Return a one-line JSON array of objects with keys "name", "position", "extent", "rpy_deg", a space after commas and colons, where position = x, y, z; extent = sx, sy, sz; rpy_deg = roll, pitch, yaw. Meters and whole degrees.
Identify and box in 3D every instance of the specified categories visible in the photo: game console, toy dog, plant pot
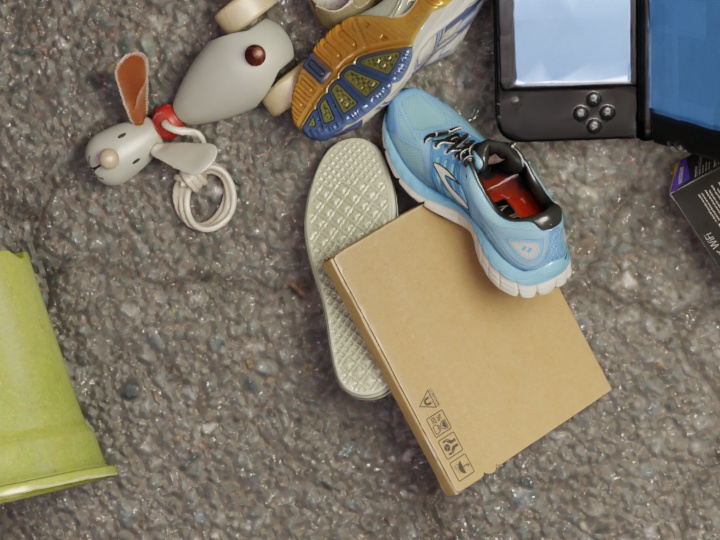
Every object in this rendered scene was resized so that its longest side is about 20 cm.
[{"name": "game console", "position": [0.179, -0.180, 1.570], "extent": [0.170, 0.119, 0.202], "rpy_deg": [-2, 106, 1]}, {"name": "toy dog", "position": [-0.120, -0.127, 1.689], "extent": [0.131, 0.096, 0.201], "rpy_deg": [35, 100, 0]}, {"name": "plant pot", "position": [-0.300, 0.087, 1.703], "extent": [0.198, 0.200, 0.186], "rpy_deg": [-13, 85, 7]}]

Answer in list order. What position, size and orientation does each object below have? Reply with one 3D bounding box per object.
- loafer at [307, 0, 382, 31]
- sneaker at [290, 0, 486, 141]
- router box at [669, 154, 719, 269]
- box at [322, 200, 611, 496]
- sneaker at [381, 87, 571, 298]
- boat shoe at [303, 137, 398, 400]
[{"name": "loafer", "position": [-0.010, -0.276, 1.672], "extent": [0.075, 0.067, 0.202], "rpy_deg": [-3, 98, 6]}, {"name": "sneaker", "position": [0.035, -0.167, 1.670], "extent": [0.200, 0.088, 0.075], "rpy_deg": [-46, 63, 7]}, {"name": "router box", "position": [0.344, -0.025, 1.637], "extent": [0.156, 0.052, 0.201], "rpy_deg": [-27, 110, 25]}, {"name": "box", "position": [0.083, 0.042, 1.689], "extent": [0.163, 0.021, 0.201], "rpy_deg": [-30, 94, -26]}, {"name": "sneaker", "position": [0.091, -0.076, 1.643], "extent": [0.078, 0.090, 0.200], "rpy_deg": [-28, 57, -25]}, {"name": "boat shoe", "position": [0.000, 0.000, 1.715], "extent": [0.074, 0.062, 0.202], "rpy_deg": [-8, 82, 9]}]
